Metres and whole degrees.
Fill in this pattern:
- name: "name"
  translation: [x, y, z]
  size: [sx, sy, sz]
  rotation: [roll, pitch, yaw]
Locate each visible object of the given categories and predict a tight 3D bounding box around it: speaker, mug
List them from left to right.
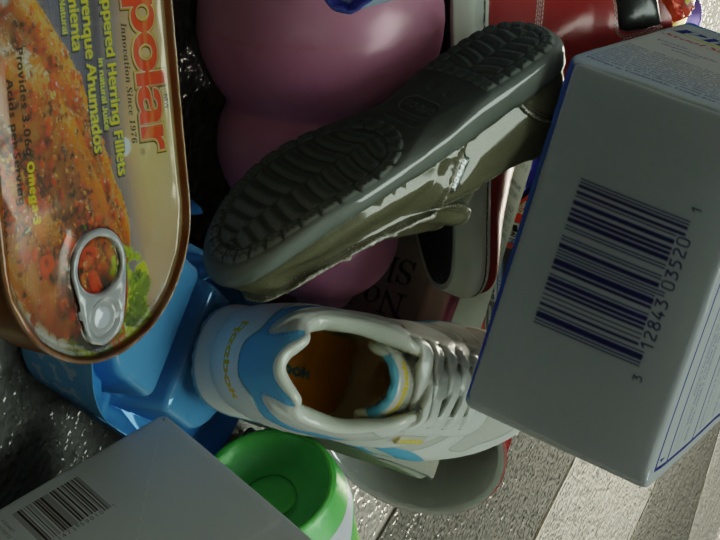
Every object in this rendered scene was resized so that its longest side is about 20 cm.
- name: "speaker"
  translation: [-0.034, 0.174, 1.079]
  size: [0.089, 0.088, 0.201]
  rotation: [-60, 153, -34]
- name: "mug"
  translation: [0.075, 0.036, 1.321]
  size: [0.178, 0.133, 0.200]
  rotation: [-54, -178, 43]

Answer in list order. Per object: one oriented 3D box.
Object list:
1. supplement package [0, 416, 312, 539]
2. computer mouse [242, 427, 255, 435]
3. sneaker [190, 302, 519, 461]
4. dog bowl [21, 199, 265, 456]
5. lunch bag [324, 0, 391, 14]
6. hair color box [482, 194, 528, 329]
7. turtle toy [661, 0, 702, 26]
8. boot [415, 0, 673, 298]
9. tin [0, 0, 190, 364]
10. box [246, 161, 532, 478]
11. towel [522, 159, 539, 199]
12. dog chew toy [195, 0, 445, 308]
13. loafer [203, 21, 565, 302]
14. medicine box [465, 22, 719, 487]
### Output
- name: "supplement package"
  translation: [-0.099, 0.210, 0.917]
  size: [0.151, 0.150, 0.201]
  rotation: [-29, 136, -30]
- name: "computer mouse"
  translation: [-0.088, 0.199, 1.141]
  size: [0.138, 0.052, 0.202]
  rotation: [-13, 117, -69]
- name: "sneaker"
  translation: [0.017, 0.060, 0.995]
  size: [0.199, 0.081, 0.077]
  rotation: [6, 89, -34]
- name: "dog bowl"
  translation: [-0.105, 0.029, 0.973]
  size: [0.200, 0.049, 0.112]
  rotation: [51, 57, -65]
- name: "lunch bag"
  translation: [-0.005, -0.222, 0.883]
  size: [0.124, 0.200, 0.170]
  rotation: [-42, 174, 27]
- name: "hair color box"
  translation: [0.141, -0.002, 1.246]
  size: [0.200, 0.063, 0.112]
  rotation: [-37, 133, -51]
- name: "turtle toy"
  translation: [0.153, -0.175, 1.165]
  size: [0.200, 0.100, 0.147]
  rotation: [-54, 133, -42]
- name: "boot"
  translation: [0.100, -0.084, 1.036]
  size: [0.072, 0.143, 0.202]
  rotation: [179, -86, -68]
- name: "tin"
  translation: [-0.122, -0.062, 0.814]
  size: [0.112, 0.042, 0.202]
  rotation: [-20, 113, -45]
- name: "box"
  translation: [0.000, 0.000, 1.118]
  size: [0.109, 0.127, 0.202]
  rotation: [34, 73, -68]
- name: "towel"
  translation: [0.136, -0.094, 1.310]
  size: [0.200, 0.049, 0.149]
  rotation: [1, 103, -61]
- name: "dog chew toy"
  translation: [-0.019, -0.077, 0.996]
  size: [0.124, 0.124, 0.202]
  rotation: [-39, 133, -58]
- name: "loafer"
  translation: [0.020, -0.038, 0.920]
  size: [0.199, 0.075, 0.070]
  rotation: [-32, 124, -13]
- name: "medicine box"
  translation: [0.156, -0.016, 0.997]
  size: [0.200, 0.102, 0.184]
  rotation: [-24, 134, -63]
